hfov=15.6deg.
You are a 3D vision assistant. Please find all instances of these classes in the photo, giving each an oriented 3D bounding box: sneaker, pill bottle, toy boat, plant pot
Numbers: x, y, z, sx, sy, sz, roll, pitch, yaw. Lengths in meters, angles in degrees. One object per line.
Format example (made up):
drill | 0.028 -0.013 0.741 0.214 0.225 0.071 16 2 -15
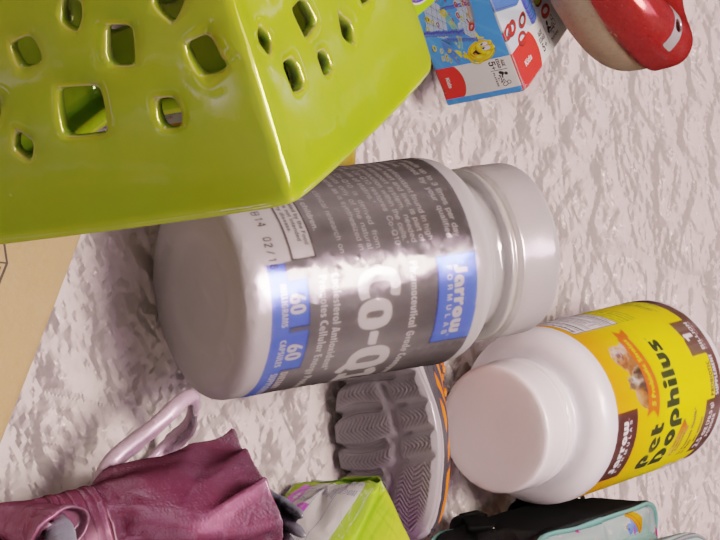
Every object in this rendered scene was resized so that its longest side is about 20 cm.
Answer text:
sneaker | 0.041 0.053 1.544 0.112 0.077 0.201 -8 93 -52
pill bottle | 0.138 0.083 1.645 0.199 0.109 0.110 -12 96 -53
toy boat | 0.186 -0.222 1.616 0.130 0.130 0.201 35 54 -51
pill bottle | 0.000 0.000 1.412 0.199 0.114 0.115 -9 94 -30
plant pot | -0.102 -0.134 1.219 0.200 0.198 0.183 -50 129 -60

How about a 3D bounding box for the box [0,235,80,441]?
box | -0.216 -0.028 1.254 0.200 0.021 0.164 46 51 -39

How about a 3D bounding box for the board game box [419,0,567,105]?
board game box | 0.077 -0.237 1.620 0.200 0.056 0.197 -56 130 -49

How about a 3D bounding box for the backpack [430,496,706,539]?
backpack | 0.134 0.246 1.596 0.175 0.152 0.202 -8 100 -58

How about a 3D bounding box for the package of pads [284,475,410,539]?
package of pads | -0.027 0.226 1.444 0.200 0.068 0.155 -53 128 -42

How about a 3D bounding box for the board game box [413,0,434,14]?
board game box | 0.019 -0.243 1.430 0.134 0.044 0.201 -47 140 -56

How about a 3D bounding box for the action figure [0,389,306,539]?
action figure | -0.135 0.125 1.283 0.199 0.134 0.149 -8 55 -28

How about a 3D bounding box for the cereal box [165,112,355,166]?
cereal box | -0.051 -0.154 1.434 0.144 0.039 0.201 22 67 -52
